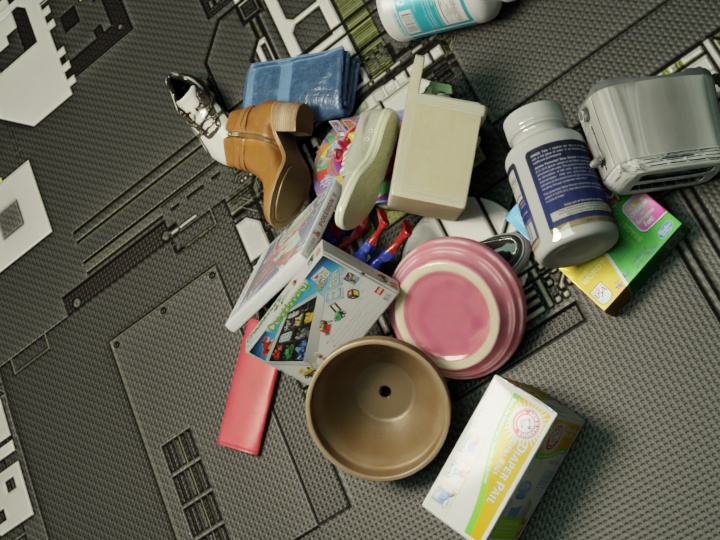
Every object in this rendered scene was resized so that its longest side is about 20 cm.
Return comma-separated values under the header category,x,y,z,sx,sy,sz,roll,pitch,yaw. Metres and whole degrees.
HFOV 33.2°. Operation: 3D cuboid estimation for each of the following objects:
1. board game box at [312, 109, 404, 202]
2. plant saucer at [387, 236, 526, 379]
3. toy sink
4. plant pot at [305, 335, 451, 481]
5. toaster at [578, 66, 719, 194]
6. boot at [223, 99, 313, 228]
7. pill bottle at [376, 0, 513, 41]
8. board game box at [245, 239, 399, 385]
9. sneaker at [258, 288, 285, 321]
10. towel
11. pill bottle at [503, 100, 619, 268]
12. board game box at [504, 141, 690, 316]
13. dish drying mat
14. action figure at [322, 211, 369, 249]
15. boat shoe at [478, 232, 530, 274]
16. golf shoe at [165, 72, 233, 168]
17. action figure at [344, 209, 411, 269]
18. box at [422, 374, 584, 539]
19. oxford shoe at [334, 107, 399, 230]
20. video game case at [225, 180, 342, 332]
category,x,y,z,sx,sy,sz,roll,pitch,yaw
board game box,0.005,-0.176,1.792,0.199,0.039,0.159,-4,63,31
plant saucer,0.124,0.056,1.640,0.199,0.051,0.202,7,106,24
toy sink,0.110,-0.182,1.684,0.111,0.130,0.201,10,83,-1
plant pot,0.030,0.180,1.667,0.200,0.093,0.202,2,104,9
toaster,0.381,-0.176,1.532,0.199,0.114,0.130,-8,76,-9
boot,-0.155,-0.163,1.847,0.155,0.077,0.201,2,85,38
pill bottle,0.131,-0.405,1.752,0.199,0.111,0.112,-8,75,28
board game box,-0.054,0.064,1.656,0.200,0.126,0.035,-51,21,26
sneaker,-0.074,0.116,1.787,0.200,0.067,0.090,42,143,11
towel,-0.098,-0.283,1.889,0.199,0.048,0.112,-2,74,32
pill bottle,0.252,-0.114,1.564,0.111,0.111,0.201,-25,68,24
board game box,0.311,-0.062,1.607,0.153,0.040,0.200,-51,59,11
dish drying mat,-0.163,0.177,1.849,0.076,0.018,0.201,10,83,31
action figure,-0.050,-0.045,1.816,0.200,0.052,0.066,-43,56,13
boat shoe,0.138,-0.003,1.681,0.199,0.066,0.070,-20,69,26
golf shoe,-0.254,-0.244,1.954,0.078,0.094,0.200,-46,62,12
action figure,0.000,0.000,1.748,0.200,0.065,0.052,-55,29,28
box,0.187,0.249,1.568,0.101,0.112,0.201,31,94,32
oxford shoe,-0.001,-0.145,1.717,0.057,0.075,0.201,10,65,23
video game case,-0.110,-0.021,1.752,0.200,0.023,0.183,-41,18,38
